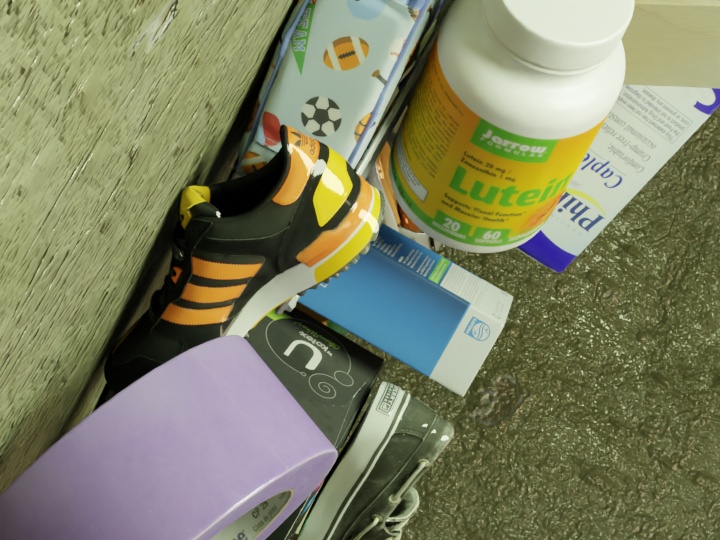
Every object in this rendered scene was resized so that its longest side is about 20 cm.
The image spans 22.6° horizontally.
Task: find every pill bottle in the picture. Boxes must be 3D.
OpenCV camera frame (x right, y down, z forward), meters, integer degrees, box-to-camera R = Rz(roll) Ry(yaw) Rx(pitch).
[{"bbox_3d":[0.091,-0.106,1.067,0.111,0.111,0.200,-59,175,-33],"label":"pill bottle"}]

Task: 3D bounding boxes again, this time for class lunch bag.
[{"bbox_3d":[0.000,-0.139,1.086,0.200,0.075,0.160,-60,180,20],"label":"lunch bag"}]

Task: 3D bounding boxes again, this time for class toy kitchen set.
[{"bbox_3d":[0.163,-0.215,1.159,0.200,0.162,0.181,84,14,-50],"label":"toy kitchen set"}]

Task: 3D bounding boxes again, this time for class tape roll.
[{"bbox_3d":[-0.114,0.131,0.978,0.200,0.085,0.200,-38,168,-10],"label":"tape roll"}]

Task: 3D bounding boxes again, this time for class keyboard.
[{"bbox_3d":[0.000,-0.063,1.098,0.200,0.011,0.056,-61,178,-16],"label":"keyboard"}]

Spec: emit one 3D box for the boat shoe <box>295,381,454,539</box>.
[{"bbox_3d":[0.004,0.157,1.206,0.071,0.064,0.200,-62,180,-44],"label":"boat shoe"}]

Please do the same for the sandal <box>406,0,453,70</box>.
[{"bbox_3d":[0.025,-0.182,1.345,0.080,0.057,0.201,-49,-178,-10],"label":"sandal"}]

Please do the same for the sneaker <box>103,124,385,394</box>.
[{"bbox_3d":[-0.086,-0.007,1.027,0.200,0.090,0.070,-36,-149,17],"label":"sneaker"}]

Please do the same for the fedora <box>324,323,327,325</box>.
[{"bbox_3d":[-0.073,0.070,1.556,0.201,0.081,0.201,170,-90,-82],"label":"fedora"}]

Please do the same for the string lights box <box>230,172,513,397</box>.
[{"bbox_3d":[0.000,0.000,1.200,0.059,0.200,0.103,-61,177,12],"label":"string lights box"}]

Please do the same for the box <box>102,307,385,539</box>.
[{"bbox_3d":[-0.099,0.123,1.201,0.200,0.148,0.124,-62,177,31],"label":"box"}]

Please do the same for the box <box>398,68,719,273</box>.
[{"bbox_3d":[0.147,-0.138,1.317,0.200,0.105,0.184,-49,-146,18],"label":"box"}]

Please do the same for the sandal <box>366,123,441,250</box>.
[{"bbox_3d":[0.041,-0.055,1.330,0.207,0.059,0.080,61,23,-71],"label":"sandal"}]

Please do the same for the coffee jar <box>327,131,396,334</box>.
[{"bbox_3d":[-0.012,-0.043,1.657,0.200,0.104,0.085,-62,180,32],"label":"coffee jar"}]

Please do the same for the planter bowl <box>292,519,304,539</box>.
[{"bbox_3d":[-0.115,0.186,1.484,0.200,0.199,0.135,117,-22,-55],"label":"planter bowl"}]

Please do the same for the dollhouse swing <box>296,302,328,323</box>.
[{"bbox_3d":[-0.060,-0.051,1.355,0.181,0.176,0.200,-19,-174,9],"label":"dollhouse swing"}]
